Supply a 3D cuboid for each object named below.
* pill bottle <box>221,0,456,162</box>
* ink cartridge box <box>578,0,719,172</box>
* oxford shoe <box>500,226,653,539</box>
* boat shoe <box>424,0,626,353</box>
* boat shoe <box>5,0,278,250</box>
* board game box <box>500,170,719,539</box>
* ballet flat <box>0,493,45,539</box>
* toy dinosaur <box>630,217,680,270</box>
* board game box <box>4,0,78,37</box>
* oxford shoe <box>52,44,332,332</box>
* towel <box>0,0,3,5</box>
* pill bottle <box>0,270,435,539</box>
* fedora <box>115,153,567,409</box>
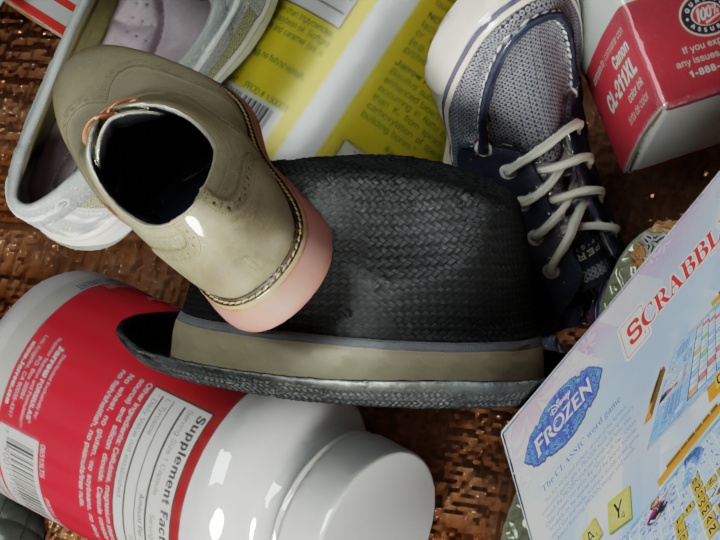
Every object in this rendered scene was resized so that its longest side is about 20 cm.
[{"bbox_3d":[0.013,-0.097,1.347,0.114,0.114,0.201,33,88,33],"label":"pill bottle"},{"bbox_3d":[0.147,-0.163,1.262,0.145,0.083,0.201,-18,75,-11],"label":"ink cartridge box"},{"bbox_3d":[0.115,0.077,1.264,0.075,0.058,0.201,23,98,26],"label":"oxford shoe"},{"bbox_3d":[0.080,-0.043,1.254,0.074,0.200,0.093,-31,64,-14],"label":"boat shoe"},{"bbox_3d":[-0.092,-0.106,1.300,0.074,0.065,0.203,29,88,18],"label":"boat shoe"},{"bbox_3d":[0.137,0.067,1.047,0.200,0.041,0.200,-52,33,31],"label":"board game box"},{"bbox_3d":[-0.199,0.083,1.426,0.066,0.057,0.201,-30,60,16],"label":"ballet flat"},{"bbox_3d":[0.191,0.055,1.170,0.102,0.136,0.201,-33,75,5],"label":"toy dinosaur"},{"bbox_3d":[-0.094,-0.168,1.430,0.152,0.046,0.200,-57,33,-1],"label":"board game box"},{"bbox_3d":[-0.080,-0.052,1.180,0.071,0.074,0.200,-49,39,-1],"label":"oxford shoe"},{"bbox_3d":[-0.188,-0.197,1.493,0.201,0.048,0.171,-56,23,-1],"label":"towel"},{"bbox_3d":[-0.070,0.083,1.324,0.199,0.112,0.113,23,83,32],"label":"pill bottle"},{"bbox_3d":[0.000,0.000,1.218,0.200,0.200,0.092,6,96,30],"label":"fedora"}]
